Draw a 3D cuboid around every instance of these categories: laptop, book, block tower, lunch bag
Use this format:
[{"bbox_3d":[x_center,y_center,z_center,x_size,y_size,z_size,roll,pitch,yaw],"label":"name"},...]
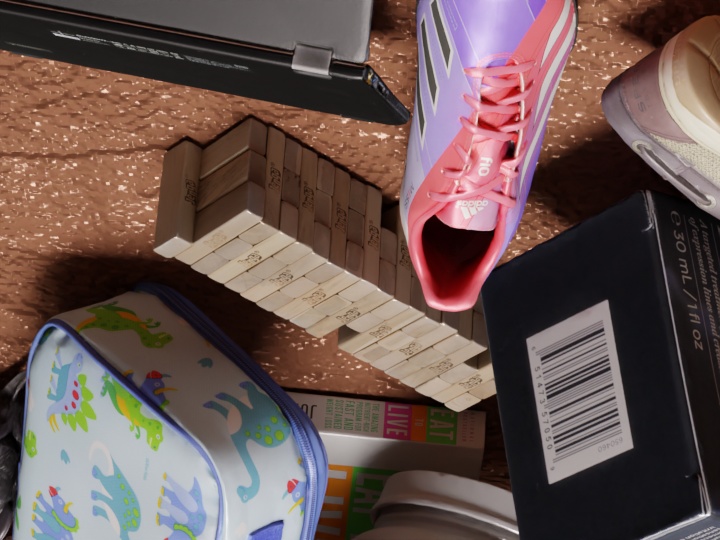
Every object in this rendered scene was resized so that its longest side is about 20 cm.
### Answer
[{"bbox_3d":[-0.073,-0.141,1.026,0.186,0.116,0.200,12,177,10],"label":"laptop"},{"bbox_3d":[-0.039,0.111,1.413,0.199,0.048,0.134,5,141,0],"label":"book"},{"bbox_3d":[0.000,0.000,1.223,0.200,0.054,0.058,28,140,-32],"label":"block tower"},{"bbox_3d":[-0.094,0.122,1.289,0.082,0.161,0.201,-20,135,-36],"label":"lunch bag"}]

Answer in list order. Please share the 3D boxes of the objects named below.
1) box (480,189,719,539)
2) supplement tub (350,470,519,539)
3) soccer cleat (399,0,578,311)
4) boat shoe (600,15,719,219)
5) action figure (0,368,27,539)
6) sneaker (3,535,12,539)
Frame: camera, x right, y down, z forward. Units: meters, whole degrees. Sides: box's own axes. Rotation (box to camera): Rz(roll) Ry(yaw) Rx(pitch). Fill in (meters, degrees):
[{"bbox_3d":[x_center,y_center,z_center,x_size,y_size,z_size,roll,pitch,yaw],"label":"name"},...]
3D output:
[{"bbox_3d":[0.165,0.068,1.183,0.199,0.149,0.107,14,148,-42],"label":"box"},{"bbox_3d":[0.035,0.216,1.315,0.145,0.201,0.146,19,160,7],"label":"supplement tub"},{"bbox_3d":[0.051,-0.061,1.106,0.068,0.073,0.200,6,147,-2],"label":"soccer cleat"},{"bbox_3d":[0.181,-0.042,1.130,0.065,0.072,0.200,-13,148,44],"label":"boat shoe"},{"bbox_3d":[-0.222,0.126,1.384,0.102,0.201,0.119,30,-173,28],"label":"action figure"},{"bbox_3d":[-0.175,0.218,1.452,0.200,0.112,0.078,11,130,50],"label":"sneaker"}]
